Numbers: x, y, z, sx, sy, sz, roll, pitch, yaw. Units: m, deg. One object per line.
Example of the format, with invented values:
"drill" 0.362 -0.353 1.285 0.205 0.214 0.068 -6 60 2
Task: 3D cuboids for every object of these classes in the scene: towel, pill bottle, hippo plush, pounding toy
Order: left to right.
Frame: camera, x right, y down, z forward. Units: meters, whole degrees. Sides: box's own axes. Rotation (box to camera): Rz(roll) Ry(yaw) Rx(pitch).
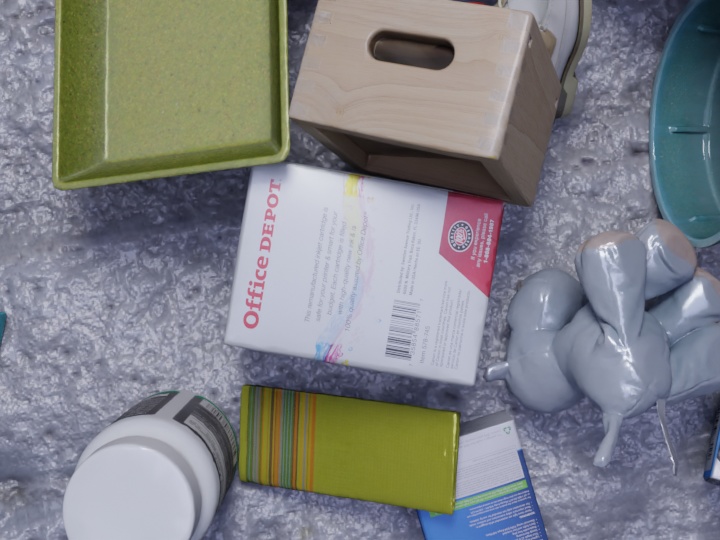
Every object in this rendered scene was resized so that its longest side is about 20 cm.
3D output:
"pill bottle" -0.161 0.164 0.829 0.111 0.200 0.115 0 92 1
"towel" -0.013 0.148 0.888 0.197 0.018 0.087 4 95 22
"pounding toy" 0.035 -0.153 0.777 0.197 0.184 0.144 14 86 20
"hippo plush" 0.201 0.068 0.863 0.157 0.160 0.203 12 74 -29

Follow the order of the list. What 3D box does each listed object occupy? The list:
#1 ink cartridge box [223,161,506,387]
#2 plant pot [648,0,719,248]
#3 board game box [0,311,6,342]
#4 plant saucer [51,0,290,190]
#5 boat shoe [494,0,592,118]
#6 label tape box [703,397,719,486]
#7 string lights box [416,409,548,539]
"ink cartridge box" 0.000 0.000 0.855 0.197 0.145 0.148 11 91 -2
"plant pot" 0.362 -0.116 0.844 0.193 0.200 0.203 2 91 -9
"board game box" -0.401 0.120 0.903 0.149 0.047 0.203 12 91 -1
"plant saucer" -0.139 -0.165 0.812 0.197 0.048 0.203 -5 80 18
"boat shoe" 0.138 -0.192 0.835 0.067 0.201 0.075 -9 52 -2
"label tape box" 0.398 0.128 0.866 0.197 0.066 0.145 12 79 18
"string lights box" 0.109 0.235 0.905 0.101 0.059 0.203 -16 91 0
